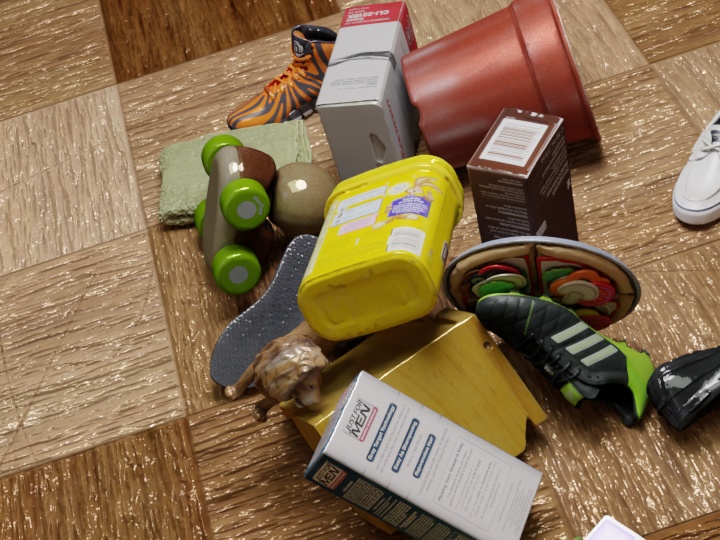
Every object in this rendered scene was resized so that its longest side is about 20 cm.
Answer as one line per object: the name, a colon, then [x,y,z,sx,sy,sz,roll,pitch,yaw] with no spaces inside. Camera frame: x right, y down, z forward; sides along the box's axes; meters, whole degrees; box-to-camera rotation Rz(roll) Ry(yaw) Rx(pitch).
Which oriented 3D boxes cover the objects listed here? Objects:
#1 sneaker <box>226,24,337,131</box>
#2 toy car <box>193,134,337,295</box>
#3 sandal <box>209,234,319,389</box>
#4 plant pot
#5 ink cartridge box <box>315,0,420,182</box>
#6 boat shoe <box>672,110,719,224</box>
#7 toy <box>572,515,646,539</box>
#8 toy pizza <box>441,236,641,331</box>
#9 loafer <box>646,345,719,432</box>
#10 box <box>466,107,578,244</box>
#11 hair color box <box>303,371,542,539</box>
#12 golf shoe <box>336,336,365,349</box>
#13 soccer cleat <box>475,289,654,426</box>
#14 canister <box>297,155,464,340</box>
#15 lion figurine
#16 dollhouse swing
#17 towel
sneaker: [-0.092,-0.255,1.937,0.200,0.112,0.078,-27,43,-11]
toy car: [-0.081,-0.066,1.746,0.200,0.158,0.164,1,26,-17]
sandal: [-0.093,0.053,1.651,0.076,0.043,0.200,36,72,0]
plant pot: [0.162,-0.217,1.776,0.195,0.201,0.201,-19,42,10]
ink cartridge box: [0.019,-0.212,1.834,0.084,0.144,0.200,-4,44,17]
boat shoe: [0.406,-0.136,1.693,0.073,0.065,0.200,12,50,27]
toy: [0.257,0.293,1.303,0.200,0.047,0.115,28,60,38]
toy pizza: [0.181,0.027,1.501,0.200,0.200,0.032,-1,61,16]
loafer: [0.378,0.099,1.462,0.200,0.068,0.070,-22,62,-11]
box: [0.176,-0.062,1.587,0.075,0.200,0.100,14,51,26]
hair color box: [0.059,0.190,1.386,0.200,0.061,0.100,30,53,-5]
golf shoe: [0.000,0.000,1.662,0.077,0.088,0.200,18,54,30]
soccer cleat: [0.201,0.085,1.467,0.200,0.068,0.081,26,55,-11]
canister: [0.022,-0.024,1.512,0.148,0.087,0.200,-17,26,21]
lion figurine: [-0.063,0.085,1.513,0.122,0.072,0.200,-44,8,28]
dollhouse swing: [0.042,0.153,1.526,0.200,0.176,0.182,-34,87,-19]
towel: [-0.157,-0.122,1.876,0.200,0.037,0.149,-11,44,4]
